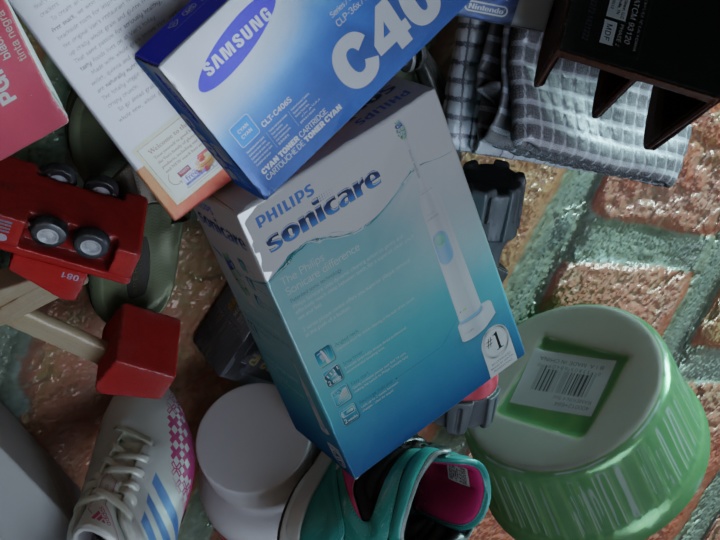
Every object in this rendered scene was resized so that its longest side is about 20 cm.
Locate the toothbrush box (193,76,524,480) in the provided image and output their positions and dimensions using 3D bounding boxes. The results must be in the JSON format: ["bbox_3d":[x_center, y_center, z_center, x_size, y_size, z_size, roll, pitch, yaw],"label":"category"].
[{"bbox_3d":[0.000,0.000,0.821,0.146,0.085,0.202,-34,122,-18],"label":"toothbrush box"}]

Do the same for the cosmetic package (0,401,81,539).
[{"bbox_3d":[-0.254,0.152,0.860,0.107,0.085,0.201,-34,138,-5],"label":"cosmetic package"}]

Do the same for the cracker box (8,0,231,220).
[{"bbox_3d":[-0.107,-0.147,0.714,0.133,0.058,0.201,-35,121,-2],"label":"cracker box"}]

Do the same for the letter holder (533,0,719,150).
[{"bbox_3d":[0.174,-0.193,0.815,0.099,0.142,0.202,15,80,-2],"label":"letter holder"}]

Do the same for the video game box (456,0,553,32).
[{"bbox_3d":[0.037,-0.242,0.750,0.197,0.047,0.184,7,118,-13],"label":"video game box"}]

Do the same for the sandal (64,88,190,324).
[{"bbox_3d":[-0.133,-0.042,0.819,0.079,0.057,0.203,-18,132,-25],"label":"sandal"}]

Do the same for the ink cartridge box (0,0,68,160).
[{"bbox_3d":[-0.262,-0.083,0.624,0.199,0.146,0.085,-33,138,-12],"label":"ink cartridge box"}]

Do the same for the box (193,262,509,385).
[{"bbox_3d":[-0.002,0.025,0.977,0.199,0.048,0.159,22,108,-44],"label":"box"}]

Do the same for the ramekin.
[{"bbox_3d":[0.178,0.123,1.088,0.199,0.200,0.098,-36,129,-8],"label":"ramekin"}]

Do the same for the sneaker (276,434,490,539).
[{"bbox_3d":[0.032,0.123,0.879,0.084,0.119,0.201,66,34,-37],"label":"sneaker"}]

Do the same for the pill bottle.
[{"bbox_3d":[-0.056,0.166,0.975,0.111,0.112,0.201,-33,147,-11],"label":"pill bottle"}]

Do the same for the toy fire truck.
[{"bbox_3d":[-0.190,0.001,0.783,0.198,0.049,0.141,16,136,-19],"label":"toy fire truck"}]

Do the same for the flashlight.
[{"bbox_3d":[0.081,0.019,0.958,0.067,0.068,0.202,-8,121,-27],"label":"flashlight"}]

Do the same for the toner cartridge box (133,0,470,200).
[{"bbox_3d":[-0.014,-0.142,0.696,0.200,0.043,0.095,-45,120,-9],"label":"toner cartridge box"}]

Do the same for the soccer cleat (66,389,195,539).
[{"bbox_3d":[-0.151,0.150,0.860,0.069,0.202,0.087,-12,147,13],"label":"soccer cleat"}]

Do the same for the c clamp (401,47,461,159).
[{"bbox_3d":[-0.012,-0.100,0.855,0.198,0.027,0.173,-19,105,-35],"label":"c clamp"}]

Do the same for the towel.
[{"bbox_3d":[0.158,-0.149,0.907,0.198,0.085,0.168,6,99,-39],"label":"towel"}]
